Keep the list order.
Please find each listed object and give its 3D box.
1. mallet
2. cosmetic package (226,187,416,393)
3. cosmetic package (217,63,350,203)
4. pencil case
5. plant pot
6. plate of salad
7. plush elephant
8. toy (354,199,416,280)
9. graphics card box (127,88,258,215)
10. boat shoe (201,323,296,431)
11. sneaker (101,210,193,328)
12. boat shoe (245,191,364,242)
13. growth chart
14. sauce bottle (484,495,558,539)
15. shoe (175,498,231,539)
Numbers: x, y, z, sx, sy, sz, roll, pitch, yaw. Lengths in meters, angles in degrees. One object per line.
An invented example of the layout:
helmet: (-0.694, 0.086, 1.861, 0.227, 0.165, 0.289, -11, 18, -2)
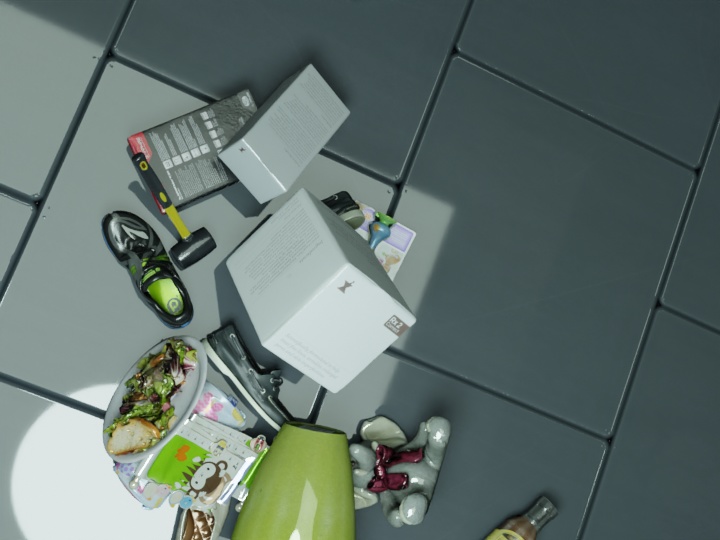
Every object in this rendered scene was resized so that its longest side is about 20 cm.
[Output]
mallet: (-0.284, -0.083, 1.387, 0.066, 0.041, 0.200, -41, 131, -7)
cosmetic package: (-0.059, 0.027, 1.356, 0.165, 0.200, 0.165, -42, 131, 10)
cosmetic package: (-0.111, -0.205, 1.427, 0.102, 0.071, 0.200, 49, 51, -18)
pencil case: (-0.262, 0.252, 1.393, 0.200, 0.083, 0.091, -43, 111, -14)
plant pot: (-0.084, 0.324, 1.374, 0.186, 0.187, 0.201, 11, 86, -14)
plate of salad: (-0.295, 0.172, 1.336, 0.048, 0.200, 0.200, 43, 75, -36)
plush elephant: (0.040, 0.298, 1.441, 0.154, 0.200, 0.165, 17, 67, 9)
toy: (0.000, 0.000, 1.498, 0.115, 0.047, 0.201, 28, 79, -9)
graphics card box: (-0.235, -0.180, 1.448, 0.199, 0.051, 0.126, -26, 93, -14)
boat shoe: (-0.150, 0.162, 1.433, 0.066, 0.075, 0.199, -42, 87, -2)
sneaker: (-0.305, -0.005, 1.399, 0.071, 0.083, 0.200, -34, 94, -15)
boat shoe: (-0.096, -0.070, 1.461, 0.199, 0.075, 0.066, -22, 70, -3)
growth chart: (-0.221, 0.278, 1.366, 0.200, 0.018, 0.145, 25, 89, -35)
sauce bottle: (0.230, 0.438, 1.518, 0.200, 0.065, 0.065, -41, 97, -14)
shoe: (-0.232, 0.373, 1.406, 0.070, 0.053, 0.201, 17, 82, -13)
